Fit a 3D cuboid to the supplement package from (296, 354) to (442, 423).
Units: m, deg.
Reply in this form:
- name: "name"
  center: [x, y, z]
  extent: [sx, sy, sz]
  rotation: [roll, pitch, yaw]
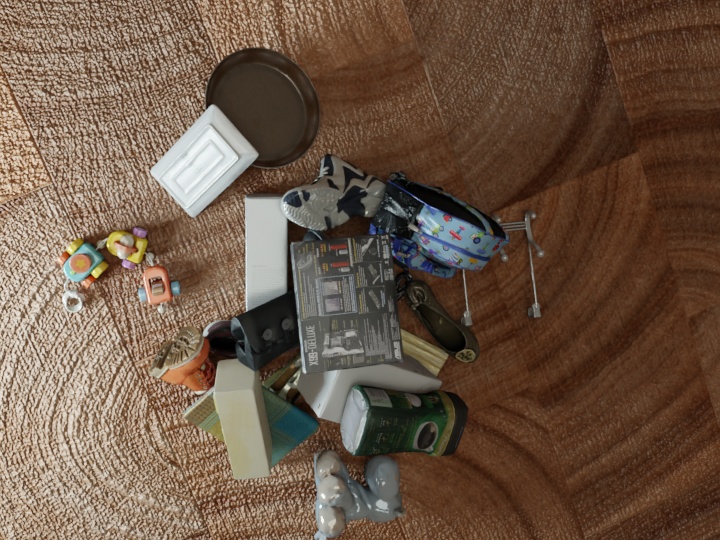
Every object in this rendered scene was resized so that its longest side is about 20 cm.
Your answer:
- name: "supplement package"
  center: [0.014, 0.194, 1.298]
  extent: [0.198, 0.121, 0.121]
  rotation: [20, 97, -28]

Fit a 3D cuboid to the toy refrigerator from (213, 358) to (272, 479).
- name: "toy refrigerator"
  center: [-0.192, 0.245, 1.251]
  extent: [0.069, 0.076, 0.202]
  rotation: [-5, 126, -1]

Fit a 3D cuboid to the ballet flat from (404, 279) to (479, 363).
- name: "ballet flat"
  center: [0.144, 0.099, 1.356]
  extent: [0.067, 0.047, 0.201]
  rotation: [-30, 113, 24]

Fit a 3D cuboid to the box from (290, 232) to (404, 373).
- name: "box"
  center: [-0.022, 0.050, 1.178]
  extent: [0.155, 0.050, 0.203]
  rotation: [-6, 86, -10]

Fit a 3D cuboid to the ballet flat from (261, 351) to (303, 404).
- name: "ballet flat"
  center: [-0.127, 0.205, 1.346]
  extent: [0.200, 0.071, 0.071]
  rotation: [-45, 102, 0]

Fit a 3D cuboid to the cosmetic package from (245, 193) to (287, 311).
- name: "cosmetic package"
  center: [-0.160, -0.026, 1.289]
  extent: [0.070, 0.101, 0.203]
  rotation: [-1, 99, -9]

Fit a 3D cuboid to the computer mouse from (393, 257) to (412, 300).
- name: "computer mouse"
  center: [0.000, 0.000, 1.341]
  extent: [0.200, 0.046, 0.141]
  rotation: [41, 85, -9]

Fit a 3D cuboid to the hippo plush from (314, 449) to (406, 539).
- name: "hippo plush"
  center: [0.001, 0.410, 1.347]
  extent: [0.158, 0.159, 0.203]
  rotation: [-1, 98, -7]

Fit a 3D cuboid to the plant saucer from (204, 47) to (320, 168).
- name: "plant saucer"
  center: [-0.163, -0.265, 1.262]
  extent: [0.197, 0.032, 0.204]
  rotation: [4, 82, -25]

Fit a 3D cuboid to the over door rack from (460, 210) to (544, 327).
- name: "over door rack"
  center: [0.252, 0.001, 1.370]
  extent: [0.145, 0.067, 0.203]
  rotation: [-6, 99, -6]

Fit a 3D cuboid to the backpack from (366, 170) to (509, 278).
- name: "backpack"
  center: [0.135, -0.058, 1.256]
  extent: [0.199, 0.182, 0.136]
  rotation: [30, 100, 32]

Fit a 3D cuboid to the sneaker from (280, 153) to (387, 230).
- name: "sneaker"
  center: [-0.062, -0.136, 1.269]
  extent: [0.197, 0.129, 0.080]
  rotation: [-17, 127, -28]

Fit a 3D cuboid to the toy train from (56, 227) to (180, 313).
- name: "toy train"
  center: [-0.409, 0.009, 1.281]
  extent: [0.197, 0.056, 0.153]
  rotation: [-7, 99, -8]

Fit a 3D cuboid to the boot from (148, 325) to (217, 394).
- name: "boot"
  center: [-0.273, 0.154, 1.265]
  extent: [0.107, 0.199, 0.076]
  rotation: [33, 62, -16]

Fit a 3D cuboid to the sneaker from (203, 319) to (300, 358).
- name: "sneaker"
  center: [-0.171, 0.118, 1.299]
  extent: [0.197, 0.116, 0.077]
  rotation: [-9, 96, -7]

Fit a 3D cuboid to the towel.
- name: "towel"
  center: [-0.186, 0.258, 1.319]
  extent: [0.146, 0.022, 0.199]
  rotation: [-41, 118, 21]

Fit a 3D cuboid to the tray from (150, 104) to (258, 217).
- name: "tray"
  center: [-0.259, -0.169, 1.235]
  extent: [0.199, 0.022, 0.108]
  rotation: [-34, 103, 36]

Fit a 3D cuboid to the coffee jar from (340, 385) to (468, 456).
- name: "coffee jar"
  center: [0.073, 0.242, 1.221]
  extent: [0.197, 0.085, 0.106]
  rotation: [8, 110, -26]

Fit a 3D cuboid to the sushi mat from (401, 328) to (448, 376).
- name: "sushi mat"
  center: [0.056, 0.149, 1.391]
  extent: [0.198, 0.012, 0.097]
  rotation: [27, 94, -11]

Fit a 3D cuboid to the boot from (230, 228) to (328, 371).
- name: "boot"
  center: [-0.122, 0.044, 1.219]
  extent: [0.198, 0.065, 0.167]
  rotation: [-27, 111, -29]
